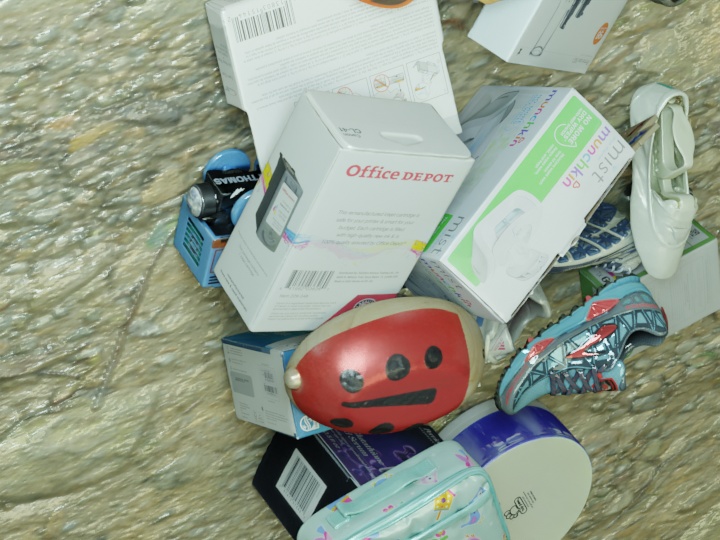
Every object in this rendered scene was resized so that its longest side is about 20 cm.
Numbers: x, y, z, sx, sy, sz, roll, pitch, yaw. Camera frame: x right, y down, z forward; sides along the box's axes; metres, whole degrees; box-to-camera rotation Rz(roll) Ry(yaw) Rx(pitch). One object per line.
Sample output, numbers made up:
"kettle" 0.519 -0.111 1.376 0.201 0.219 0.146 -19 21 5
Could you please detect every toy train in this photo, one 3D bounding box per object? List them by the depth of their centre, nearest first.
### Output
"toy train" -0.070 -0.052 1.606 0.200 0.087 0.114 -8 134 -31

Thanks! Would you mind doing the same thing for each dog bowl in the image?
"dog bowl" 0.156 0.242 1.973 0.200 0.079 0.200 -18 129 -23

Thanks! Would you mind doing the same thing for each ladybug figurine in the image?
"ladybug figurine" 0.027 0.091 1.560 0.200 0.072 0.136 -8 129 -26

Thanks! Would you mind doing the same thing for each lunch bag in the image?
"lunch bag" 0.041 0.262 1.702 0.200 0.077 0.161 -30 134 -14

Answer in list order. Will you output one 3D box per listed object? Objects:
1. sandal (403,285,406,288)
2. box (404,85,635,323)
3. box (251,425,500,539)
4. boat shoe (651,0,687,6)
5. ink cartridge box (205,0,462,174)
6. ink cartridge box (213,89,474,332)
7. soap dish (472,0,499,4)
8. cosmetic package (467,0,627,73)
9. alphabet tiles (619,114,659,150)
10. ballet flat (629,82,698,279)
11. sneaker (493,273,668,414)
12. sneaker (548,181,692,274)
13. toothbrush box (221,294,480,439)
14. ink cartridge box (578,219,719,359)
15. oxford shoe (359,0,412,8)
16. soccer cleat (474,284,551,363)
"sandal" 0.000 0.000 1.701 0.200 0.076 0.043 -23 126 -33
"box" 0.124 -0.064 1.620 0.097 0.176 0.200 42 80 -21
"box" 0.016 0.229 1.821 0.200 0.148 0.104 11 113 -40
"boat shoe" 0.348 -0.329 1.704 0.202 0.060 0.072 -41 135 -2
"ink cartridge box" -0.020 -0.175 1.543 0.200 0.045 0.176 -21 114 -20
"ink cartridge box" -0.016 -0.047 1.512 0.147 0.086 0.200 2 129 -38
"soap dish" 0.057 -0.314 1.458 0.200 0.157 0.081 24 122 -42
"cosmetic package" 0.188 -0.258 1.600 0.151 0.052 0.200 -59 159 18
"alphabet tiles" 0.206 -0.079 1.731 0.008 0.167 0.200 50 60 -6
"ballet flat" 0.309 -0.090 1.788 0.069 0.069 0.200 -6 94 -31
"sneaker" 0.228 0.091 1.806 0.200 0.096 0.079 -38 159 -4
"sneaker" 0.263 -0.027 1.857 0.200 0.077 0.085 -20 135 -21
"toothbrush box" -0.009 0.087 1.686 0.200 0.146 0.085 -13 99 -25
"ink cartridge box" 0.295 0.031 1.929 0.200 0.059 0.104 -27 132 -16
"oxford shoe" -0.038 -0.288 1.466 0.200 0.073 0.071 26 143 -24
"soccer cleat" 0.106 0.073 1.810 0.200 0.086 0.070 -40 135 -3
